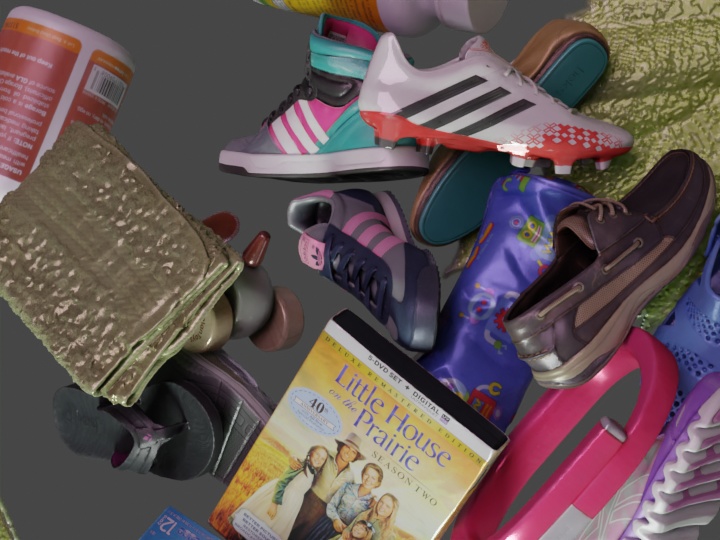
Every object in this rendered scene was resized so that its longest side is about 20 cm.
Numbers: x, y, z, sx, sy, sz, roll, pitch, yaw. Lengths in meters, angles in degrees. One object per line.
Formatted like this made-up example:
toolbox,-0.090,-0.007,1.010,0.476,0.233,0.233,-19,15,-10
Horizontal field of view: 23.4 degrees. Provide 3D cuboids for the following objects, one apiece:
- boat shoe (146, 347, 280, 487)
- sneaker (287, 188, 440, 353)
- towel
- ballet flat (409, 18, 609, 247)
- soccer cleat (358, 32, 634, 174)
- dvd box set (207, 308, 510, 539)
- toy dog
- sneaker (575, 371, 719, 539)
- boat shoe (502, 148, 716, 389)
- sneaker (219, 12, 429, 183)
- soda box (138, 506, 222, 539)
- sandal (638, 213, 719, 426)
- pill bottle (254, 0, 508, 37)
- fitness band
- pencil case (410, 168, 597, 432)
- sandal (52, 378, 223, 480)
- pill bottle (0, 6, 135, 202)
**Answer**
boat shoe,-0.107,0.094,1.305,0.202,0.065,0.075,37,121,29
sneaker,0.000,0.000,1.225,0.200,0.081,0.071,-122,39,-63
towel,-0.190,-0.007,1.267,0.148,0.037,0.200,-47,63,-4
ballet flat,0.103,-0.102,1.278,0.200,0.069,0.063,-47,35,3
soccer cleat,0.097,-0.117,1.202,0.199,0.069,0.086,7,98,-9
dvd box set,-0.005,0.146,1.202,0.146,0.029,0.200,39,119,11
toy dog,-0.127,-0.013,1.320,0.199,0.132,0.097,26,109,18
sneaker,0.185,0.145,1.137,0.088,0.080,0.201,44,120,41
boat shoe,0.168,-0.014,1.166,0.200,0.073,0.074,-53,22,-22
sneaker,-0.030,-0.128,1.295,0.199,0.083,0.122,0,87,42
soda box,-0.080,0.251,1.231,0.199,0.064,0.068,27,62,33
sandal,0.241,0.023,1.159,0.079,0.087,0.201,25,90,24
pill bottle,0.012,-0.239,1.317,0.199,0.111,0.112,17,83,26
fitness band,0.132,0.122,1.152,0.037,0.144,0.200,37,104,-12
pencil case,0.098,0.024,1.224,0.086,0.078,0.201,27,86,-6
sandal,-0.174,0.123,1.296,0.200,0.048,0.076,-5,103,47
pill bottle,-0.267,-0.101,1.402,0.112,0.112,0.201,19,84,27
